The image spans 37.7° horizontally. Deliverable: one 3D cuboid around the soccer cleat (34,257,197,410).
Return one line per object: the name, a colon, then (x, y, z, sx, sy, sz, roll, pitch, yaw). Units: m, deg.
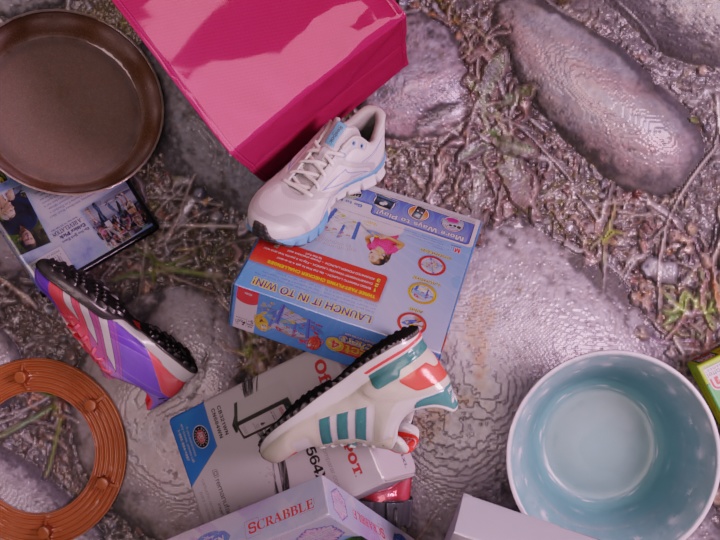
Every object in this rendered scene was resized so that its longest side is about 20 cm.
soccer cleat: (-0.257, 0.066, 1.064, 0.073, 0.068, 0.200, -46, 117, 5)

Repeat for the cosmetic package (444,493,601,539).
cosmetic package: (0.141, 0.310, 1.009, 0.150, 0.052, 0.201, 19, 133, 7)

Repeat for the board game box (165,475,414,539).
board game box: (-0.072, 0.278, 1.002, 0.199, 0.200, 0.041, -26, 52, 15)

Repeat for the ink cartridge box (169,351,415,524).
ink cartridge box: (-0.068, 0.171, 1.034, 0.199, 0.084, 0.147, -28, 74, 20)

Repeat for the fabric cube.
fabric cube: (-0.089, -0.232, 1.020, 0.199, 0.200, 0.196, -39, 86, 1)

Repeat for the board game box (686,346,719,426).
board game box: (0.420, 0.160, 1.047, 0.101, 0.048, 0.201, -27, 87, 4)

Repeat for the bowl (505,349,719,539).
bowl: (0.240, 0.175, 1.033, 0.199, 0.105, 0.202, 0, 90, 5)

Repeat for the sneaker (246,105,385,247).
sneaker: (-0.039, -0.100, 1.008, 0.075, 0.200, 0.087, 30, 136, 15)

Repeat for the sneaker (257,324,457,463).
sneaker: (-0.002, 0.135, 0.924, 0.199, 0.070, 0.094, -37, 91, 24)

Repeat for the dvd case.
dvd case: (-0.319, -0.092, 1.088, 0.142, 0.018, 0.201, -34, 92, -26)

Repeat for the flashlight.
flashlight: (0.023, 0.158, 1.071, 0.067, 0.068, 0.201, 2, 91, 8)

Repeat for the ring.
ring: (-0.347, 0.195, 1.125, 0.199, 0.019, 0.202, 0, 90, 4)

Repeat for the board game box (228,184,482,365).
board game box: (0.000, 0.000, 1.017, 0.199, 0.196, 0.056, 19, 134, 5)

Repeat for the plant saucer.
plant saucer: (-0.303, -0.170, 1.084, 0.199, 0.032, 0.202, 5, 76, -21)
